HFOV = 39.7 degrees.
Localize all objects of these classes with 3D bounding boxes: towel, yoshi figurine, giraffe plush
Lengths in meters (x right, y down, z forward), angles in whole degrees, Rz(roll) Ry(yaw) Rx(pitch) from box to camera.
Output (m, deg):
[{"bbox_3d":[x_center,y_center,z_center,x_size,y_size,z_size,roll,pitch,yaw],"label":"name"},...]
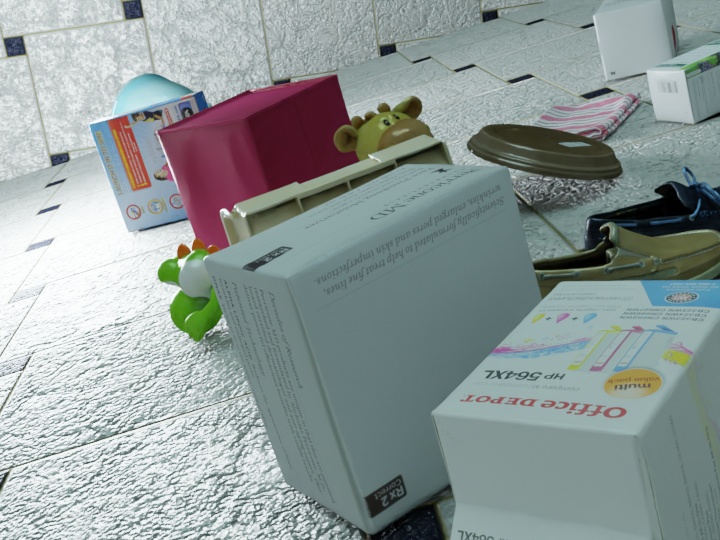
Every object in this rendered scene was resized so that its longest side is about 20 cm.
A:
[{"bbox_3d":[0.332,-0.232,1.524,0.146,0.030,0.200,-3,23,34],"label":"towel"},{"bbox_3d":[-0.143,0.038,1.120,0.200,0.112,0.112,13,73,32],"label":"yoshi figurine"},{"bbox_3d":[0.058,-0.131,1.265,0.200,0.163,0.173,-3,23,35],"label":"giraffe plush"}]

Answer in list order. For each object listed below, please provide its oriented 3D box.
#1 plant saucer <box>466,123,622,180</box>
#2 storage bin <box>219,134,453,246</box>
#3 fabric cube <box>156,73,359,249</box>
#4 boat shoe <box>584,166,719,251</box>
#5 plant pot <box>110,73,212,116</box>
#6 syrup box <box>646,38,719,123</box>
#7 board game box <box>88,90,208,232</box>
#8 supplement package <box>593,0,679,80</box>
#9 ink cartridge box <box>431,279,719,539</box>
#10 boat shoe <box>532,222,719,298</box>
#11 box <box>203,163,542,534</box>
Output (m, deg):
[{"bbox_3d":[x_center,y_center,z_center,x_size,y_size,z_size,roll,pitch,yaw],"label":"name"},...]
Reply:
[{"bbox_3d":[0.235,-0.154,1.271,0.199,0.030,0.200,8,18,-3],"label":"plant saucer"},{"bbox_3d":[0.000,0.000,0.896,0.199,0.199,0.094,-21,23,-13],"label":"storage bin"},{"bbox_3d":[-0.130,-0.145,1.416,0.196,0.200,0.200,0,25,43],"label":"fabric cube"},{"bbox_3d":[0.313,-0.055,0.974,0.200,0.069,0.084,-23,19,-17],"label":"boat shoe"},{"bbox_3d":[-0.415,-0.322,2.213,0.188,0.201,0.200,20,38,37],"label":"plant pot"},{"bbox_3d":[0.514,-0.280,1.419,0.200,0.082,0.079,-25,21,-19],"label":"syrup box"},{"bbox_3d":[-0.335,-0.185,1.709,0.195,0.201,0.056,-12,18,12],"label":"board game box"},{"bbox_3d":[0.500,-0.432,1.799,0.119,0.122,0.200,-8,21,24],"label":"supplement package"},{"bbox_3d":[0.144,0.103,0.586,0.128,0.126,0.200,-1,24,39],"label":"ink cartridge box"},{"bbox_3d":[0.236,-0.008,0.896,0.199,0.076,0.072,-19,18,-6],"label":"boat shoe"},{"bbox_3d":[0.023,0.046,0.736,0.199,0.201,0.131,-27,21,-29],"label":"box"}]
